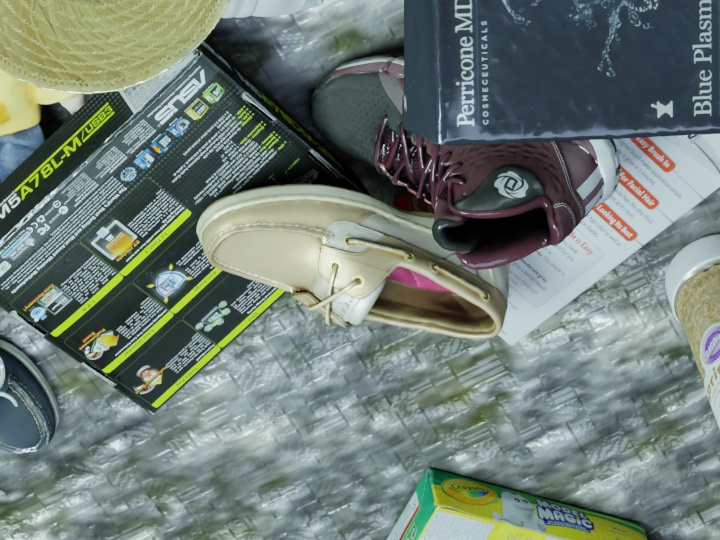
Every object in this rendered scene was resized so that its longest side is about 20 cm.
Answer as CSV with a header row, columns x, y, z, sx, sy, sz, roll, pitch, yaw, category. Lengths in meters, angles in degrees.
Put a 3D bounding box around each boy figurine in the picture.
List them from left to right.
x,y,z,sx,sy,sz,roll,pitch,yaw,category
-0.219,-0.105,1.698,0.124,0.065,0.200,-2,131,-8,boy figurine

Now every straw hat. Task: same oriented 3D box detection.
x,y,z,sx,sy,sz,roll,pitch,yaw,category
-0.139,-0.199,1.618,0.201,0.085,0.202,1,95,12,straw hat

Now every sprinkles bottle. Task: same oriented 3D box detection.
x,y,z,sx,sy,sz,roll,pitch,yaw,category
0.248,0.061,1.824,0.068,0.200,0.068,-5,128,-7,sprinkles bottle

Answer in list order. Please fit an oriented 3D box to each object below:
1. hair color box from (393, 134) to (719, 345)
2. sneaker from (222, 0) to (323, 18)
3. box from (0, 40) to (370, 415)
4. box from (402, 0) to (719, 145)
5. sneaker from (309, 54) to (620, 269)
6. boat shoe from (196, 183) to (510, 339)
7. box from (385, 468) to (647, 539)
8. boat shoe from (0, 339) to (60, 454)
x,y,z,sx,sy,sz,roll,pitch,yaw,category
0.131,-0.056,1.801,0.200,0.064,0.111,-38,123,19,hair color box
-0.025,-0.231,1.643,0.088,0.075,0.200,1,134,-27,sneaker
-0.118,-0.028,1.744,0.200,0.048,0.193,-43,137,8,box
0.126,-0.175,1.627,0.199,0.117,0.197,-3,99,-8,box
0.044,-0.060,1.702,0.200,0.116,0.076,14,131,21,sneaker
0.000,0.000,1.727,0.200,0.069,0.074,8,143,-17,boat shoe
0.115,0.215,2.017,0.200,0.048,0.117,18,122,-20,box
-0.263,0.062,1.818,0.075,0.062,0.200,-32,127,12,boat shoe
